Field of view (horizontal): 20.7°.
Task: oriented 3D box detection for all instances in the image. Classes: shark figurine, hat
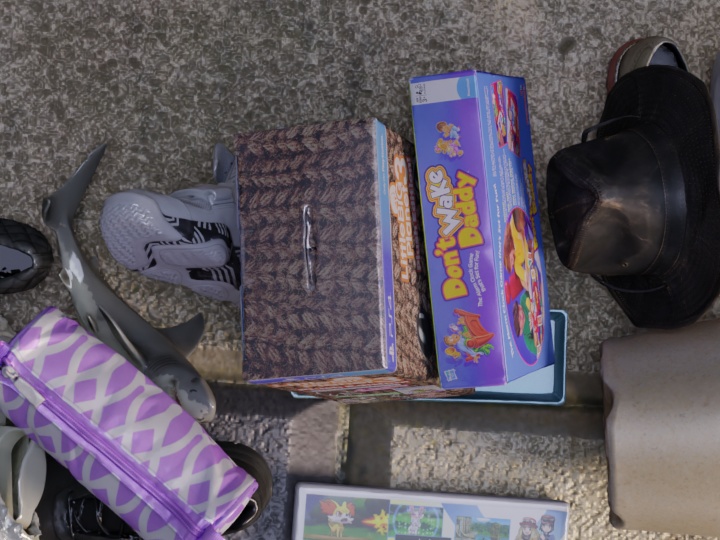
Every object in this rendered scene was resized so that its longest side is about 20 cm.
[{"bbox_3d":[-0.156,0.029,1.395,0.089,0.128,0.215,-25,72,-29],"label":"shark figurine"},{"bbox_3d":[0.171,-0.048,1.339,0.081,0.201,0.201,-2,89,-19],"label":"hat"}]

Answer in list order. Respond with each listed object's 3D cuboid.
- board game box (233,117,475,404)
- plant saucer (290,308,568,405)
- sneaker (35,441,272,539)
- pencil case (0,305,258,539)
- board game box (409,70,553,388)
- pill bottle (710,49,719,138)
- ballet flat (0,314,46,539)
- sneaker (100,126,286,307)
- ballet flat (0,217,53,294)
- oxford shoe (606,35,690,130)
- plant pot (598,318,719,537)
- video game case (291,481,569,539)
[{"bbox_3d":[0.000,0.000,1.307,0.097,0.200,0.160,-6,81,19],"label":"board game box"},{"bbox_3d":[0.049,0.060,1.425,0.199,0.019,0.070,2,88,-5],"label":"plant saucer"},{"bbox_3d":[-0.160,0.160,1.370,0.199,0.091,0.076,-9,98,-3],"label":"sneaker"},{"bbox_3d":[-0.161,0.108,1.290,0.200,0.085,0.084,38,92,3],"label":"pencil case"},{"bbox_3d":[0.083,-0.029,1.313,0.045,0.134,0.201,-6,91,19],"label":"board game box"},{"bbox_3d":[0.358,-0.115,1.404,0.199,0.113,0.113,-4,89,-5],"label":"pill bottle"},{"bbox_3d":[-0.242,0.108,1.351,0.072,0.072,0.200,-4,67,-4],"label":"ballet flat"},{"bbox_3d":[-0.099,-0.047,1.347,0.075,0.200,0.115,-12,67,36],"label":"sneaker"},{"bbox_3d":[-0.315,-0.017,1.379,0.199,0.057,0.067,1,87,-4],"label":"ballet flat"},{"bbox_3d":[0.216,-0.069,1.411,0.070,0.075,0.201,-11,91,-6],"label":"oxford shoe"},{"bbox_3d":[0.260,0.110,1.366,0.183,0.200,0.201,-4,89,6],"label":"plant pot"},{"bbox_3d":[0.045,0.250,1.420,0.199,0.022,0.183,5,89,-3],"label":"video game case"}]
